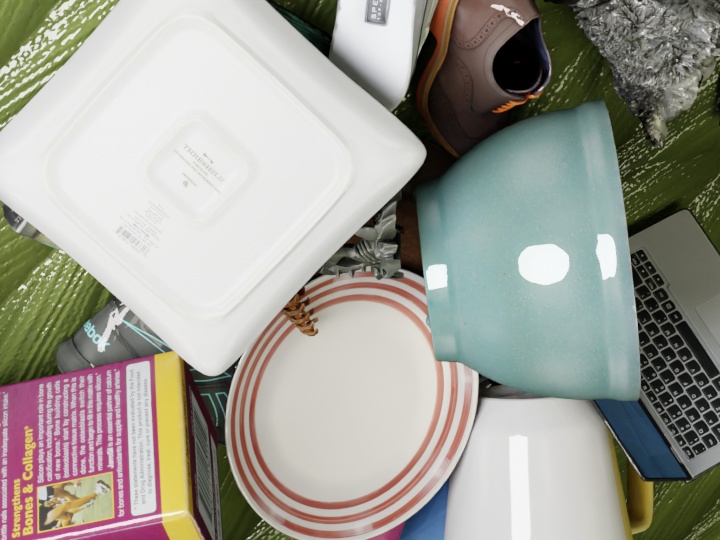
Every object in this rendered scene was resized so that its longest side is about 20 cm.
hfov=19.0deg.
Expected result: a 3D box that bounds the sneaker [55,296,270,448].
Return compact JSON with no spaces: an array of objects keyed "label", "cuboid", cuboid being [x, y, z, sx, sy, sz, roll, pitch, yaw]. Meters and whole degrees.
[{"label":"sneaker","cuboid":[-0.109,0.065,1.447,0.200,0.075,0.079,20,110,-48]}]

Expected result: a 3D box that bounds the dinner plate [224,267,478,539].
[{"label":"dinner plate","cuboid":[-0.007,0.092,1.488,0.199,0.024,0.201,-8,106,-28]}]

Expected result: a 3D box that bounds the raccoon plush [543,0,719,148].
[{"label":"raccoon plush","cuboid":[0.162,-0.165,1.477,0.199,0.097,0.134,14,135,-13]}]

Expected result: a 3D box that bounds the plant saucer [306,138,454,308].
[{"label":"plant saucer","cuboid":[0.000,0.000,1.496,0.200,0.037,0.201,-21,134,-23]}]

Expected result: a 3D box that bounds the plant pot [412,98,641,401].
[{"label":"plant pot","cuboid":[0.107,-0.005,1.422,0.133,0.201,0.201,-7,137,3]}]

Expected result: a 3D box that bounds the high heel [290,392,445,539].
[{"label":"high heel","cuboid":[0.029,0.145,1.581,0.201,0.067,0.096,-61,141,-11]}]

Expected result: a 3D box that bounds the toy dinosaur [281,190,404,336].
[{"label":"toy dinosaur","cuboid":[-0.041,-0.039,1.362,0.135,0.103,0.200,-3,156,4]}]

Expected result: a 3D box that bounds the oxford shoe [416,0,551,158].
[{"label":"oxford shoe","cuboid":[0.085,-0.124,1.414,0.071,0.073,0.200,-37,154,-16]}]

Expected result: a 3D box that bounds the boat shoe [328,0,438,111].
[{"label":"boat shoe","cuboid":[0.025,-0.195,1.322,0.070,0.071,0.201,-60,160,-73]}]

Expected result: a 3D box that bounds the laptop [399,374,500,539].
[{"label":"laptop","cuboid":[0.054,0.140,1.619,0.187,0.116,0.200,-32,141,-12]}]

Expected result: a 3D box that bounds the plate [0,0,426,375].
[{"label":"plate","cuboid":[-0.096,-0.062,1.271,0.199,0.032,0.200,42,103,-11]}]

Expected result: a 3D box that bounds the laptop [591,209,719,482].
[{"label":"laptop","cuboid":[0.225,0.049,1.582,0.199,0.188,0.116,-27,163,-17]}]

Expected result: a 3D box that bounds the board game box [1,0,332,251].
[{"label":"board game box","cuboid":[-0.115,-0.087,1.335,0.200,0.028,0.135,-51,141,13]}]

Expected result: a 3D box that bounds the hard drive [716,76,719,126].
[{"label":"hard drive","cuboid":[0.340,-0.200,1.598,0.139,0.038,0.201,-19,137,-25]}]

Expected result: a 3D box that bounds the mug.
[{"label":"mug","cuboid":[0.133,0.161,1.595,0.187,0.149,0.154,-25,112,-74]}]

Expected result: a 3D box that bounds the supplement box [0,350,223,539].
[{"label":"supplement box","cuboid":[-0.193,0.146,1.354,0.199,0.131,0.103,-11,140,5]}]
